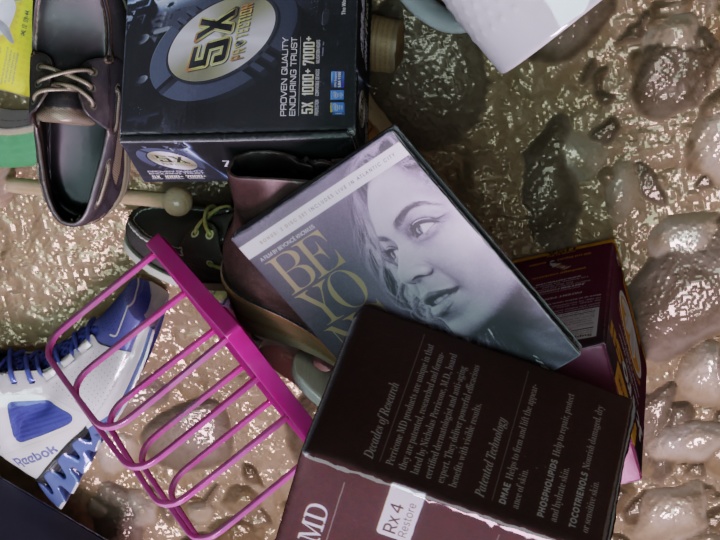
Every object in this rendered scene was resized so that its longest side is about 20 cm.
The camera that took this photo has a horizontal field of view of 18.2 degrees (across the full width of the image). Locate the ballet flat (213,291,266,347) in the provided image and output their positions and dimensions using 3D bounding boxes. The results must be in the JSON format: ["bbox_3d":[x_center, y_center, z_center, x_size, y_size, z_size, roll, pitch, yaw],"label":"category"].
[{"bbox_3d":[-0.025,0.025,1.701,0.200,0.071,0.069,-8,109,11],"label":"ballet flat"}]

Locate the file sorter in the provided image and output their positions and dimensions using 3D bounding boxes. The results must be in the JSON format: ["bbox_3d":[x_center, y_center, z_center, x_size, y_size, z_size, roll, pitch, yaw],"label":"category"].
[{"bbox_3d":[-0.118,0.105,1.628,0.125,0.139,0.200,-39,131,-5],"label":"file sorter"}]

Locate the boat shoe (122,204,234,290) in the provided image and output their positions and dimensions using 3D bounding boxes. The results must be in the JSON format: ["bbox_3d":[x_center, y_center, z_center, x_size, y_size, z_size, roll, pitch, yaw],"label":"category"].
[{"bbox_3d":[-0.088,-0.019,1.669,0.201,0.072,0.061,16,137,21],"label":"boat shoe"}]

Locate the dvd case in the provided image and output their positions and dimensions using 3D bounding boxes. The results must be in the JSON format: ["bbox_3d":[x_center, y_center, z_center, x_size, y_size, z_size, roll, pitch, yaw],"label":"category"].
[{"bbox_3d":[0.030,0.015,1.498,0.149,0.016,0.200,-32,107,31],"label":"dvd case"}]

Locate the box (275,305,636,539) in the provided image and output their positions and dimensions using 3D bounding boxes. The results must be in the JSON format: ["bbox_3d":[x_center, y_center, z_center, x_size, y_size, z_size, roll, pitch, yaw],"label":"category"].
[{"bbox_3d":[0.056,0.159,1.472,0.200,0.164,0.166,18,127,2],"label":"box"}]

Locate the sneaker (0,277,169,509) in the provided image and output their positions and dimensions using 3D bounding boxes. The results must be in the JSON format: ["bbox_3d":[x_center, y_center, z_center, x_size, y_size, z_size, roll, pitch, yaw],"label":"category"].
[{"bbox_3d":[-0.238,0.085,1.749,0.115,0.081,0.200,28,114,-6],"label":"sneaker"}]

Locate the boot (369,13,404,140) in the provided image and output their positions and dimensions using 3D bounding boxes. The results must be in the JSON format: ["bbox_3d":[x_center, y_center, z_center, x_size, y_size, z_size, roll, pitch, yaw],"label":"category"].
[{"bbox_3d":[-0.044,-0.103,1.661,0.144,0.071,0.202,6,108,11],"label":"boot"}]

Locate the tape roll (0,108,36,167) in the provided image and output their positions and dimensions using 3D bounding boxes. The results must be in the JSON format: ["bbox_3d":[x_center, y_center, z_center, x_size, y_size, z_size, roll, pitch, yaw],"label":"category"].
[{"bbox_3d":[-0.263,-0.178,1.664,0.200,0.048,0.201,3,112,7],"label":"tape roll"}]

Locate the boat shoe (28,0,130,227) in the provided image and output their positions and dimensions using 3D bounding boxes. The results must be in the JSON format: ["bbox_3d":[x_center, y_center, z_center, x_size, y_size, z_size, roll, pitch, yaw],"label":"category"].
[{"bbox_3d":[-0.194,-0.122,1.566,0.074,0.073,0.200,-2,113,6],"label":"boat shoe"}]

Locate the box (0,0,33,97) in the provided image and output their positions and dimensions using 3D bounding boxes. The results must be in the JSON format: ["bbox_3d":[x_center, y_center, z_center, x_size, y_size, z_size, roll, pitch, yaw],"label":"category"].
[{"bbox_3d":[-0.273,-0.195,1.609,0.200,0.048,0.118,15,113,-2],"label":"box"}]

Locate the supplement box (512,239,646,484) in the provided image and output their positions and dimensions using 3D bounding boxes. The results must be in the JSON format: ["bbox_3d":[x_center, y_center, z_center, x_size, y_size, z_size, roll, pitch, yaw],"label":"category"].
[{"bbox_3d":[0.153,0.069,1.624,0.085,0.200,0.111,-13,110,13],"label":"supplement box"}]

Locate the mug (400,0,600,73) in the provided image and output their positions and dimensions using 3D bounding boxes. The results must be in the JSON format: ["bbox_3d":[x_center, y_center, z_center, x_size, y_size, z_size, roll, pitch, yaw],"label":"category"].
[{"bbox_3d":[0.085,-0.239,1.554,0.175,0.148,0.200,51,140,-4],"label":"mug"}]

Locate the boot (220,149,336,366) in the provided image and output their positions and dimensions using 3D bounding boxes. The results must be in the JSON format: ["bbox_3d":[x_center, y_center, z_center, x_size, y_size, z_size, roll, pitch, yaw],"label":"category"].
[{"bbox_3d":[0.000,0.000,1.546,0.200,0.072,0.167,11,140,6],"label":"boot"}]

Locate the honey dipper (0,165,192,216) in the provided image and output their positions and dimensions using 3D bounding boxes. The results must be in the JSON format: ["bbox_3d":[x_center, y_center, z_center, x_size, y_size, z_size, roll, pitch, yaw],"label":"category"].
[{"bbox_3d":[-0.219,-0.061,1.687,0.200,0.038,0.038,6,113,20],"label":"honey dipper"}]

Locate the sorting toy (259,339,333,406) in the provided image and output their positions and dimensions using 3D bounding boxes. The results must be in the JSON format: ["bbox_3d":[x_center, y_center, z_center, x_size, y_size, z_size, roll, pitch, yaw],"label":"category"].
[{"bbox_3d":[0.009,0.109,1.667,0.180,0.200,0.107,33,89,-18],"label":"sorting toy"}]

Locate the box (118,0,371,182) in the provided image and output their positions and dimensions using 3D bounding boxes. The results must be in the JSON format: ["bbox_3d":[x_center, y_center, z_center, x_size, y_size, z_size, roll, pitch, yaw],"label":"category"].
[{"bbox_3d":[-0.076,-0.169,1.566,0.163,0.086,0.200,0,73,7],"label":"box"}]

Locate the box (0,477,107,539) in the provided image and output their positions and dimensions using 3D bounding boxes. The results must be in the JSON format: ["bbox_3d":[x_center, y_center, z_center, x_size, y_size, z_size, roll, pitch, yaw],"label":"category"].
[{"bbox_3d":[-0.309,0.274,1.791,0.196,0.118,0.200,31,127,-5],"label":"box"}]
